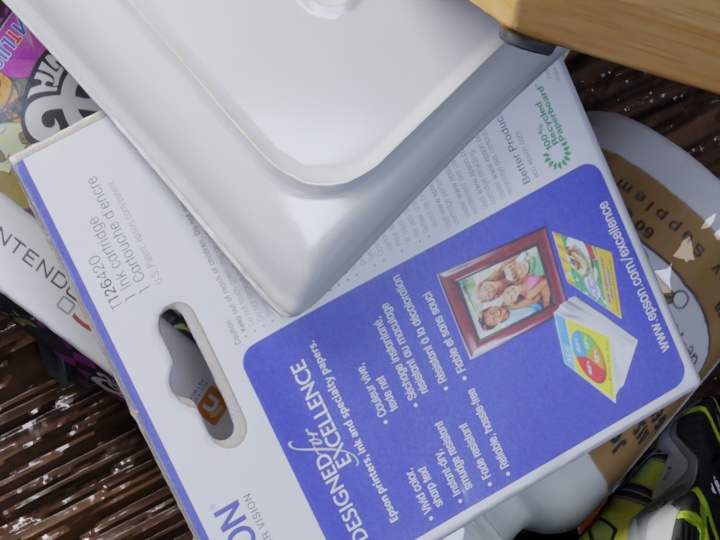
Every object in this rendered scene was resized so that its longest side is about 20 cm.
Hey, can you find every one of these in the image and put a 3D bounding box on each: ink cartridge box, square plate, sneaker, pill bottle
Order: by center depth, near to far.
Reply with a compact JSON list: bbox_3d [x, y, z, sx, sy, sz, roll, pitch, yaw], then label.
[{"bbox_3d":[-0.015,-0.121,0.781,0.200,0.028,0.198,-45,104,-14],"label":"square plate"},{"bbox_3d":[0.000,0.000,0.831,0.200,0.047,0.198,-28,105,-14],"label":"ink cartridge box"},{"bbox_3d":[0.067,0.042,0.941,0.200,0.114,0.114,-48,125,-14],"label":"pill bottle"},{"bbox_3d":[0.119,0.110,0.948,0.075,0.076,0.200,63,22,-5],"label":"sneaker"}]

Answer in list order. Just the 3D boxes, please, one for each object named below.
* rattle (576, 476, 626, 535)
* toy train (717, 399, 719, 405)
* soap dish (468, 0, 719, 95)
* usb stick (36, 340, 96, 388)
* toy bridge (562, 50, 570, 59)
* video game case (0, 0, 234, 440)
[{"bbox_3d":[0.071,0.182,1.038,0.130,0.143,0.200,-20,101,-64],"label":"rattle"},{"bbox_3d":[0.230,0.077,1.086,0.114,0.087,0.200,40,79,-30],"label":"toy train"},{"bbox_3d":[0.088,-0.108,0.708,0.157,0.200,0.081,14,104,-19],"label":"soap dish"},{"bbox_3d":[-0.037,-0.013,0.904,0.200,0.033,0.056,-25,120,-27],"label":"usb stick"},{"bbox_3d":[0.028,-0.152,0.913,0.200,0.027,0.067,41,77,-34],"label":"toy bridge"},{"bbox_3d":[-0.065,-0.059,0.844,0.181,0.036,0.200,41,73,-27],"label":"video game case"}]
